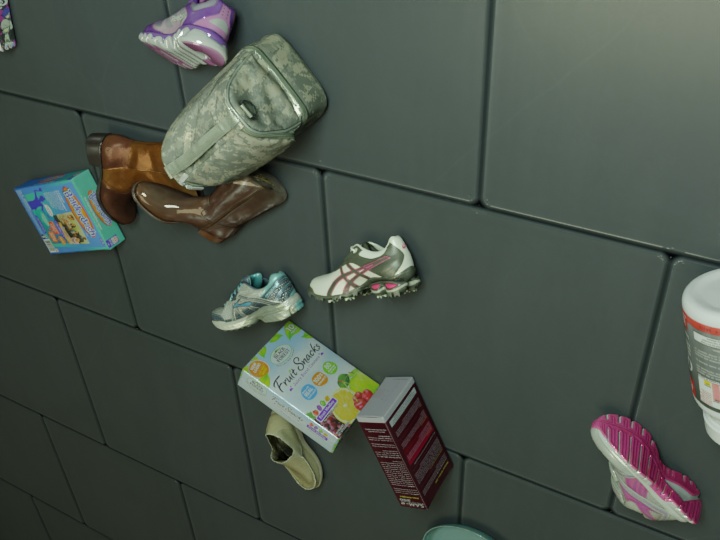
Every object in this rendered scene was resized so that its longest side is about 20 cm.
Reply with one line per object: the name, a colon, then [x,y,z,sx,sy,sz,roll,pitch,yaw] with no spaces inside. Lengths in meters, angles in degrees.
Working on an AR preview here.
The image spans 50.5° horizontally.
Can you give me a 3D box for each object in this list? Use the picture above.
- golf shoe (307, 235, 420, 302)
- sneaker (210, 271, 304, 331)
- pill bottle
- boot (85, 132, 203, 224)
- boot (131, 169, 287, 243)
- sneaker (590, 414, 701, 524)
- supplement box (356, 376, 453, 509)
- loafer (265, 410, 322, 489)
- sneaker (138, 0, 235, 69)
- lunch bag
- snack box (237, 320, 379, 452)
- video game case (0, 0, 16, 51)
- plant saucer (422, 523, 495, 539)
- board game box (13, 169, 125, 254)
golf shoe: [0.000,0.000,1.165,0.200,0.077,0.088,-9,97,36]
sneaker: [-0.188,0.047,1.330,0.200,0.078,0.086,-14,101,33]
pill bottle: [0.444,0.106,0.888,0.116,0.116,0.200,1,122,34]
boot: [-0.357,-0.148,1.316,0.200,0.069,0.189,10,124,16]
boot: [-0.236,-0.125,1.196,0.186,0.064,0.200,24,148,-31]
sneaker: [0.390,0.293,1.092,0.200,0.081,0.088,48,134,-5]
supplement box: [0.078,0.290,1.289,0.061,0.109,0.200,-7,116,39]
loafer: [-0.141,0.368,1.528,0.076,0.068,0.200,-6,118,38]
sneaker: [-0.236,-0.337,1.066,0.080,0.089,0.200,24,175,-42]
lunch bag: [-0.170,-0.204,1.047,0.200,0.168,0.139,-26,105,44]
snack box: [-0.087,0.196,1.308,0.200,0.142,0.053,34,135,9]
video game case: [-0.677,-0.485,1.283,0.200,0.036,0.181,23,131,19]
plant saucer: [0.213,0.548,1.447,0.200,0.027,0.200,19,132,22]
board game box: [-0.566,-0.110,1.482,0.200,0.045,0.152,-1,120,36]
